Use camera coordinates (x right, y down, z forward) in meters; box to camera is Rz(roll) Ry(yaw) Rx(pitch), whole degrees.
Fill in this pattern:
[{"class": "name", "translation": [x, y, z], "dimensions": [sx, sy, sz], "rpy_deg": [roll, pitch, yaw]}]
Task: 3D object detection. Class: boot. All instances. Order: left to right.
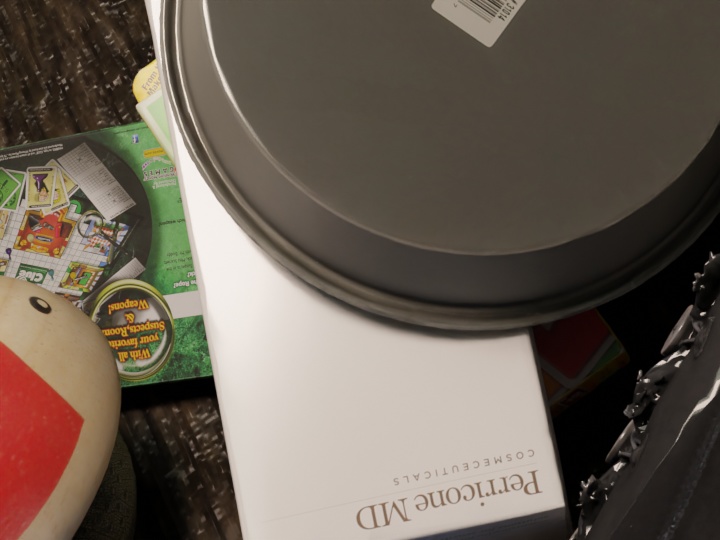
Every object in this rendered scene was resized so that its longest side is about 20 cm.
[{"class": "boot", "translation": [0.120, 0.045, 0.729], "dimensions": [0.065, 0.165, 0.201], "rpy_deg": [24, 91, 19]}]

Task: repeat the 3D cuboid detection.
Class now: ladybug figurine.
[{"class": "ladybug figurine", "translation": [-0.167, 0.077, 0.807], "dimensions": [0.135, 0.072, 0.201], "rpy_deg": [13, 57, 37]}]

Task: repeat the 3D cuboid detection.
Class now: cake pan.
[{"class": "cake pan", "translation": [0.036, -0.083, 0.733], "dimensions": [0.198, 0.037, 0.202], "rpy_deg": [1, 73, -3]}]

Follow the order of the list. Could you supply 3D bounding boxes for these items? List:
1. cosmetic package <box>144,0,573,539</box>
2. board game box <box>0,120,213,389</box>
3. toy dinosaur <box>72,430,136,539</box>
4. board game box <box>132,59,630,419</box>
[{"class": "cosmetic package", "translation": [0.000, 0.000, 0.776], "dimensions": [0.107, 0.085, 0.202], "rpy_deg": [-13, 73, 2]}, {"class": "board game box", "translation": [-0.088, -0.006, 0.920], "dimensions": [0.198, 0.023, 0.106], "rpy_deg": [-8, 87, 29]}, {"class": "toy dinosaur", "translation": [-0.120, 0.097, 0.872], "dimensions": [0.101, 0.077, 0.201], "rpy_deg": [-13, 41, 8]}, {"class": "board game box", "translation": [0.001, -0.021, 0.840], "dimensions": [0.095, 0.030, 0.201], "rpy_deg": [-36, 71, 2]}]
